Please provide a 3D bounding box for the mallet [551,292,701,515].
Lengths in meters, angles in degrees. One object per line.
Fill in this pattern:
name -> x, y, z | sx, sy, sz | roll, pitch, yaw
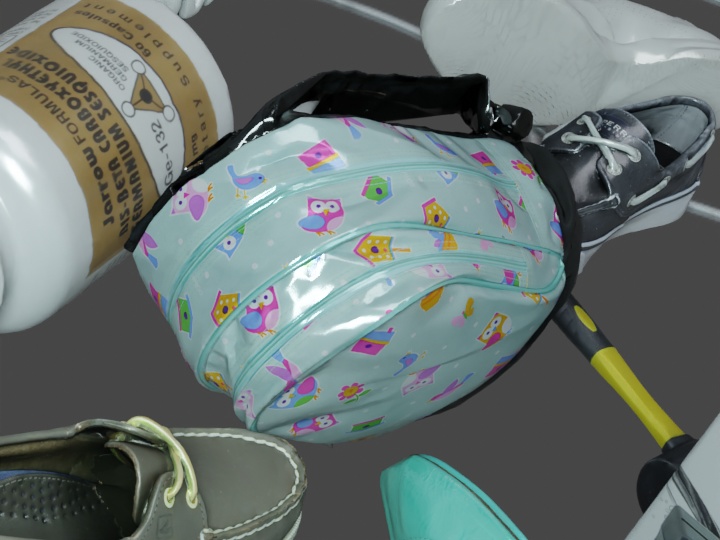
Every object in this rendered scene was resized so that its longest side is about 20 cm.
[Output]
mallet -> 0.131, 0.046, 1.267 | 0.066, 0.041, 0.200 | -4, 47, -34

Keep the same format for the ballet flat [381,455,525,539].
ballet flat -> 0.064, 0.160, 1.080 | 0.070, 0.067, 0.200 | -36, 68, -29

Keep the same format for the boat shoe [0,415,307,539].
boat shoe -> -0.097, 0.091, 0.982 | 0.201, 0.060, 0.072 | -8, 53, -38

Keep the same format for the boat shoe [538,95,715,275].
boat shoe -> 0.120, -0.050, 1.311 | 0.072, 0.068, 0.200 | 41, 34, 24

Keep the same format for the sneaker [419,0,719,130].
sneaker -> 0.112, -0.126, 1.415 | 0.200, 0.075, 0.089 | 12, 31, -29

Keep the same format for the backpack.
backpack -> 0.000, 0.000, 1.100 | 0.127, 0.167, 0.200 | 52, 20, 24

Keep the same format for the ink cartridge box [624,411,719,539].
ink cartridge box -> 0.191, 0.136, 1.081 | 0.084, 0.200, 0.145 | -21, 61, -43

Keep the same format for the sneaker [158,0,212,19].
sneaker -> -0.065, -0.207, 1.375 | 0.075, 0.081, 0.200 | 32, 39, 5

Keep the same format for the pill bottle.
pill bottle -> -0.152, -0.038, 1.124 | 0.114, 0.114, 0.200 | 38, 41, 9
